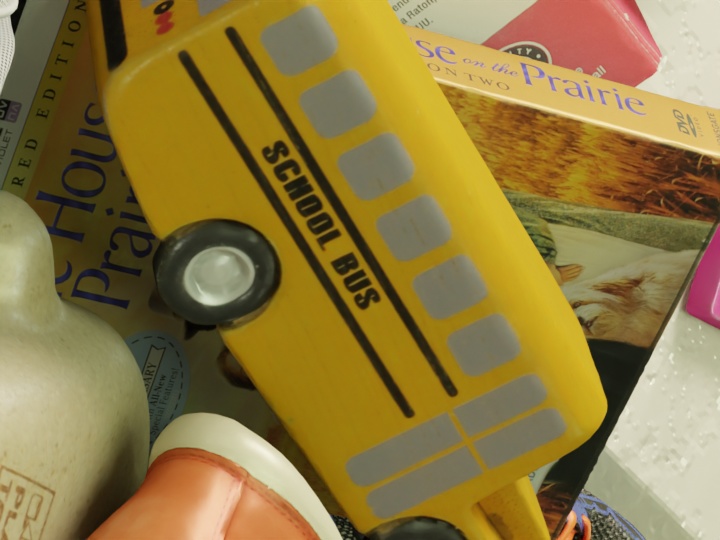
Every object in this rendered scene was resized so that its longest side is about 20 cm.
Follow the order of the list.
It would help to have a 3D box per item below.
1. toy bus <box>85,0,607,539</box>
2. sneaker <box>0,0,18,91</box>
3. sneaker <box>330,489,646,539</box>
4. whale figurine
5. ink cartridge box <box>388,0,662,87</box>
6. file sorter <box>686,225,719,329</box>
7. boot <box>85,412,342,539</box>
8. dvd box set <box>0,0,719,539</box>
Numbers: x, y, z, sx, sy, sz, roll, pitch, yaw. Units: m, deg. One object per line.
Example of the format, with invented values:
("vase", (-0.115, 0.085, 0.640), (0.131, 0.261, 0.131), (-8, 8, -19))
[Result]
("toy bus", (0.000, 0.000, 0.735), (0.078, 0.065, 0.200), (-28, 124, 8))
("sneaker", (-0.146, -0.060, 0.613), (0.200, 0.115, 0.075), (-36, 127, -50))
("sneaker", (0.032, 0.084, 0.923), (0.200, 0.078, 0.075), (25, 79, -40))
("whale figurine", (-0.124, 0.051, 0.690), (0.200, 0.104, 0.159), (44, 63, -71))
("ink cartridge box", (-0.036, -0.096, 0.795), (0.145, 0.084, 0.200), (-36, 126, 12))
("file sorter", (0.244, -0.013, 1.063), (0.200, 0.125, 0.139), (25, 80, -40))
("boot", (-0.017, 0.126, 0.731), (0.200, 0.075, 0.107), (63, 39, -40))
("dvd box set", (-0.015, -0.002, 0.790), (0.200, 0.029, 0.146), (15, 121, -18))
